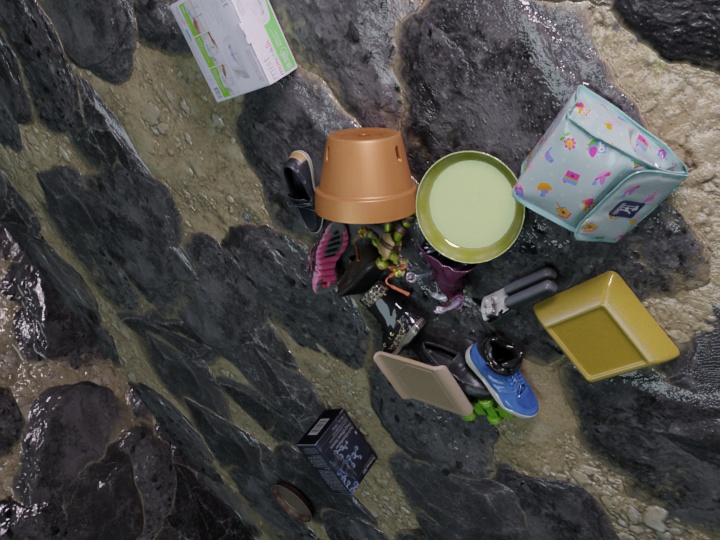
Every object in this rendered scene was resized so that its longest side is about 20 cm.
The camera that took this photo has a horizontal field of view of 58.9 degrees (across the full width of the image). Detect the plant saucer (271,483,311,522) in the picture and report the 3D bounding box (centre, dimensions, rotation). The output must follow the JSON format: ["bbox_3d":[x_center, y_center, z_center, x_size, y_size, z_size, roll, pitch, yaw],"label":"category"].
[{"bbox_3d":[-0.264,0.909,2.513,0.198,0.032,0.203,25,138,24],"label":"plant saucer"}]

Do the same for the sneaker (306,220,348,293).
[{"bbox_3d":[-0.087,-0.046,1.478,0.096,0.078,0.202,57,141,41],"label":"sneaker"}]

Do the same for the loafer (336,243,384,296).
[{"bbox_3d":[0.000,0.000,1.450,0.200,0.072,0.072,-43,58,53],"label":"loafer"}]

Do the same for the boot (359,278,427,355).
[{"bbox_3d":[0.057,0.120,1.496,0.154,0.073,0.204,46,142,6],"label":"boot"}]

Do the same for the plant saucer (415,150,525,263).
[{"bbox_3d":[0.197,-0.114,1.143,0.196,0.031,0.204,8,111,21],"label":"plant saucer"}]

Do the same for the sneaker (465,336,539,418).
[{"bbox_3d":[0.317,0.223,1.342,0.200,0.076,0.111,49,152,6],"label":"sneaker"}]

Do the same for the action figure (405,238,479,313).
[{"bbox_3d":[0.178,0.002,1.280,0.135,0.147,0.201,53,169,31],"label":"action figure"}]

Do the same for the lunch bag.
[{"bbox_3d":[0.355,-0.141,0.953,0.198,0.123,0.171,33,139,1],"label":"lunch bag"}]

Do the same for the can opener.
[{"bbox_3d":[0.305,0.050,1.232,0.065,0.054,0.200,18,150,-23],"label":"can opener"}]

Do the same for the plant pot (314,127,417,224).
[{"bbox_3d":[0.008,-0.183,1.184,0.197,0.199,0.143,12,116,34],"label":"plant pot"}]

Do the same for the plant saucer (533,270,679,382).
[{"bbox_3d":[0.437,0.121,1.168,0.201,0.048,0.199,49,141,-5],"label":"plant saucer"}]

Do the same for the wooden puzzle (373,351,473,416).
[{"bbox_3d":[0.145,0.254,1.462,0.198,0.038,0.186,5,141,42],"label":"wooden puzzle"}]

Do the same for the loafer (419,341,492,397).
[{"bbox_3d":[0.218,0.221,1.435,0.198,0.068,0.071,25,146,29],"label":"loafer"}]

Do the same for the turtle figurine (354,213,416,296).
[{"bbox_3d":[0.067,-0.056,1.299,0.200,0.063,0.163,49,132,40],"label":"turtle figurine"}]

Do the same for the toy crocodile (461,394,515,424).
[{"bbox_3d":[0.276,0.307,1.475,0.198,0.062,0.068,-6,121,50],"label":"toy crocodile"}]

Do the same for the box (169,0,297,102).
[{"bbox_3d":[-0.245,-0.450,1.233,0.174,0.097,0.202,-3,122,42],"label":"box"}]

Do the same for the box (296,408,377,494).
[{"bbox_3d":[-0.069,0.545,1.919,0.106,0.149,0.202,-17,112,48],"label":"box"}]

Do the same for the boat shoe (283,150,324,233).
[{"bbox_3d":[-0.129,-0.164,1.412,0.074,0.062,0.203,15,134,29],"label":"boat shoe"}]
